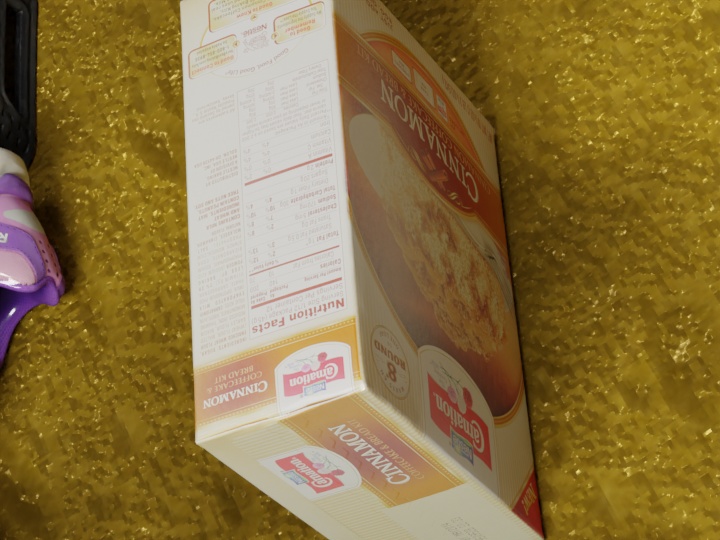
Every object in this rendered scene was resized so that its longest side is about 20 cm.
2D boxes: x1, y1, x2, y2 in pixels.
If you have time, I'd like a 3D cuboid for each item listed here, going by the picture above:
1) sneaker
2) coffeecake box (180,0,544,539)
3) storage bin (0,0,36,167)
[{"bbox_3d":[-0.216,0.035,1.061,0.200,0.080,0.088,-43,69,7],"label":"sneaker"},{"bbox_3d":[0.000,0.000,0.895,0.073,0.154,0.200,-19,56,22],"label":"coffeecake box"},{"bbox_3d":[-0.273,-0.091,1.152,0.200,0.094,0.135,-19,55,22],"label":"storage bin"}]
